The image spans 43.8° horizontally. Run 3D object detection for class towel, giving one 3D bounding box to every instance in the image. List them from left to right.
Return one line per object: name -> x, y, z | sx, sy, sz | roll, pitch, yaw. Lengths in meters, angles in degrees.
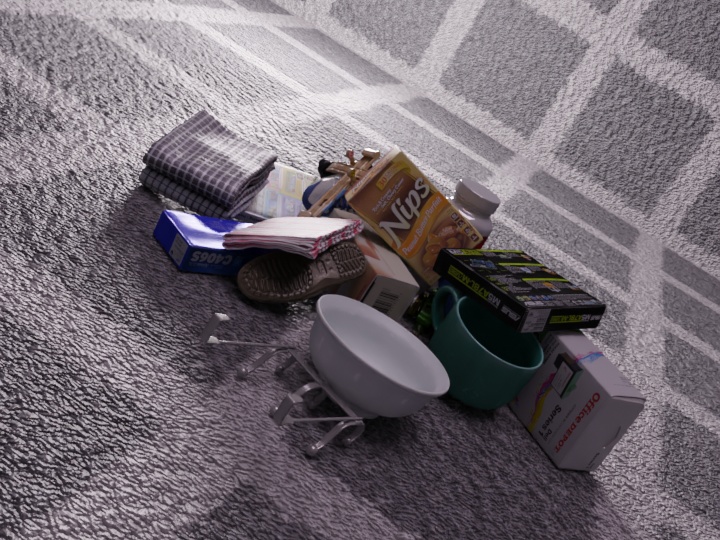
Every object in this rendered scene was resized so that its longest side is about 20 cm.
towel -> -0.239, -0.171, 1.450 | 0.165, 0.086, 0.200 | 25, 33, 4
towel -> -0.095, -0.052, 1.314 | 0.146, 0.030, 0.200 | 4, 12, 19

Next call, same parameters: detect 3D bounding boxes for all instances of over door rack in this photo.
over door rack -> -0.092, 0.135, 1.015 | 0.148, 0.067, 0.200 | 42, 3, 28

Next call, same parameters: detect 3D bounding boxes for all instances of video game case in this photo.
video game case -> -0.155, -0.133, 1.554 | 0.182, 0.022, 0.200 | 18, 32, -15

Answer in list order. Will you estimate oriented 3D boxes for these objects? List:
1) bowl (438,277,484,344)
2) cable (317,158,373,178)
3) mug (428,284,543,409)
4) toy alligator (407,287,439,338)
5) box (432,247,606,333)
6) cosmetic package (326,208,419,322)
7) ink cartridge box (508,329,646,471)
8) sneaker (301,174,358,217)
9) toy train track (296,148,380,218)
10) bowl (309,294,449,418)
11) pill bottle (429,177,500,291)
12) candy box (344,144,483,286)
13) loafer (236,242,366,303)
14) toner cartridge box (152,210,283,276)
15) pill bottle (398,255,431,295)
bowl -> 0.194, 0.065, 1.491 | 0.201, 0.039, 0.201 | 43, 32, -35
cable -> 0.020, -0.160, 1.619 | 0.200, 0.051, 0.163 | 22, -9, -13
mug -> 0.175, 0.121, 1.336 | 0.152, 0.114, 0.185 | 24, 29, -16
toy alligator -> 0.114, 0.066, 1.480 | 0.059, 0.054, 0.200 | 32, 21, 5
box -> 0.244, 0.027, 1.375 | 0.200, 0.048, 0.193 | 0, 26, -42
cosmetic package -> 0.000, 0.000, 1.414 | 0.087, 0.103, 0.200 | 18, 23, -32
ink cartridge box -> 0.307, 0.181, 1.351 | 0.084, 0.145, 0.200 | 12, 28, -36
sneaker -> -0.001, -0.123, 1.499 | 0.200, 0.075, 0.088 | -1, 8, 3
toy train track -> -0.038, -0.144, 1.470 | 0.115, 0.033, 0.200 | 21, 55, 35
bowl -> 0.008, 0.125, 1.147 | 0.201, 0.090, 0.201 | 30, 16, -10
pill bottle -> 0.169, -0.063, 1.640 | 0.112, 0.200, 0.112 | 26, 21, -11
candy box -> 0.084, -0.085, 1.415 | 0.200, 0.115, 0.055 | 44, 8, -19
loafer -> -0.087, 0.011, 1.300 | 0.200, 0.068, 0.076 | -10, 73, -28
toner cartridge box -> -0.194, -0.034, 1.315 | 0.200, 0.043, 0.095 | 7, 31, -45
pill bottle -> 0.062, -0.042, 1.566 | 0.111, 0.111, 0.200 | 22, 17, -20
